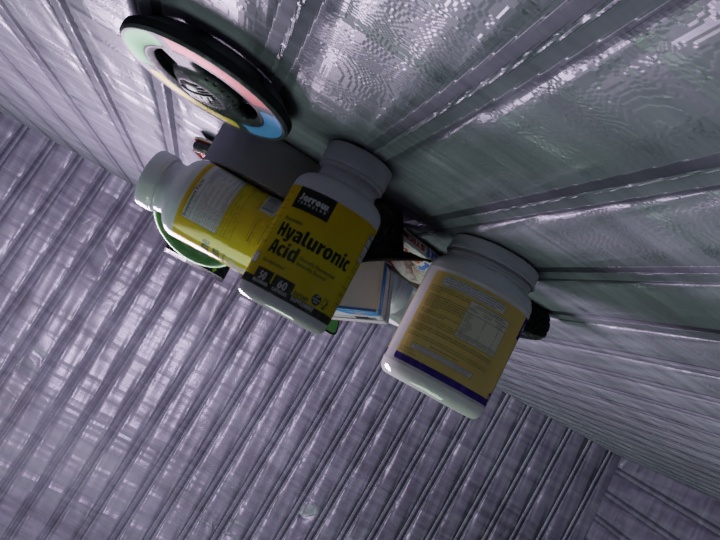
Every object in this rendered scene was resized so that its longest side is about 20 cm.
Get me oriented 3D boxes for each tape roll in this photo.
[{"bbox_3d":[-0.126,-0.132,0.923,0.199,0.066,0.200,28,174,3],"label":"tape roll"}]

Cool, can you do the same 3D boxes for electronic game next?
[{"bbox_3d":[-0.162,-0.200,0.679,0.199,0.042,0.200,28,173,4],"label":"electronic game"}]

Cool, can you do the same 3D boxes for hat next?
[{"bbox_3d":[0.003,-0.057,0.854,0.199,0.082,0.201,7,-173,-1],"label":"hat"}]

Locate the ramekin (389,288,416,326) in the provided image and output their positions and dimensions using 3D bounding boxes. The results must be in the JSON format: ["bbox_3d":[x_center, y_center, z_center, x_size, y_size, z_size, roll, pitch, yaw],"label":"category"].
[{"bbox_3d":[0.047,0.052,1.459,0.201,0.095,0.202,28,173,3],"label":"ramekin"}]

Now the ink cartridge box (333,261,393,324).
[{"bbox_3d":[-0.027,0.031,1.012,0.143,0.085,0.200,5,171,8],"label":"ink cartridge box"}]

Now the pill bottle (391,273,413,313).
[{"bbox_3d":[0.000,0.000,1.192,0.199,0.112,0.111,31,172,-24],"label":"pill bottle"}]

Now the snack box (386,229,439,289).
[{"bbox_3d":[0.097,-0.004,0.999,0.200,0.024,0.072,35,140,-28],"label":"snack box"}]

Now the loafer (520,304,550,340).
[{"bbox_3d":[0.197,0.054,0.985,0.200,0.068,0.070,26,164,-12],"label":"loafer"}]

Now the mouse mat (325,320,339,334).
[{"bbox_3d":[-0.081,0.015,1.307,0.007,0.201,0.161,-9,149,41],"label":"mouse mat"}]

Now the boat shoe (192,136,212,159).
[{"bbox_3d":[-0.228,-0.163,1.115,0.071,0.063,0.200,26,172,32],"label":"boat shoe"}]

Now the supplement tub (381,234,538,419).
[{"bbox_3d":[0.131,0.070,0.821,0.145,0.201,0.145,28,173,4],"label":"supplement tub"}]

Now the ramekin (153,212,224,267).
[{"bbox_3d":[-0.309,-0.114,1.298,0.199,0.098,0.201,13,132,15],"label":"ramekin"}]

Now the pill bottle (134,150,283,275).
[{"bbox_3d":[-0.190,-0.076,0.848,0.199,0.113,0.112,28,173,0],"label":"pill bottle"}]

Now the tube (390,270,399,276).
[{"bbox_3d":[0.132,0.015,1.072,0.199,0.051,0.077,26,169,-13],"label":"tube"}]

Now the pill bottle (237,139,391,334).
[{"bbox_3d":[-0.045,-0.039,0.717,0.111,0.201,0.111,27,173,4],"label":"pill bottle"}]

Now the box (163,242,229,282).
[{"bbox_3d":[-0.323,-0.095,1.415,0.142,0.201,0.036,29,156,-14],"label":"box"}]
